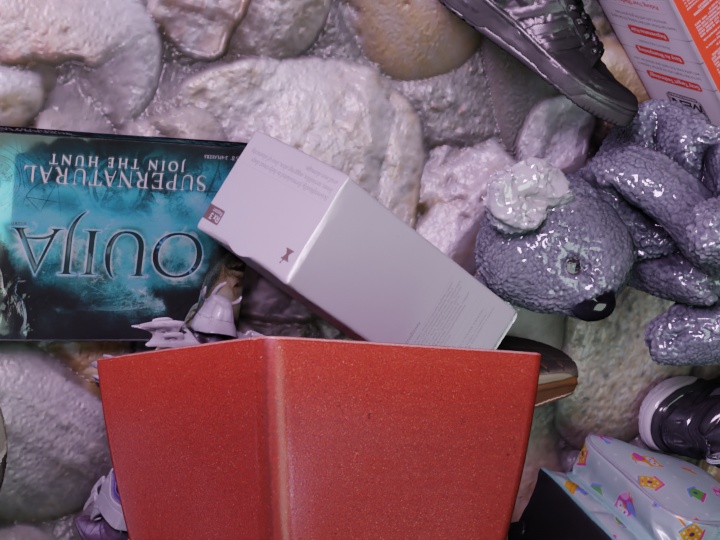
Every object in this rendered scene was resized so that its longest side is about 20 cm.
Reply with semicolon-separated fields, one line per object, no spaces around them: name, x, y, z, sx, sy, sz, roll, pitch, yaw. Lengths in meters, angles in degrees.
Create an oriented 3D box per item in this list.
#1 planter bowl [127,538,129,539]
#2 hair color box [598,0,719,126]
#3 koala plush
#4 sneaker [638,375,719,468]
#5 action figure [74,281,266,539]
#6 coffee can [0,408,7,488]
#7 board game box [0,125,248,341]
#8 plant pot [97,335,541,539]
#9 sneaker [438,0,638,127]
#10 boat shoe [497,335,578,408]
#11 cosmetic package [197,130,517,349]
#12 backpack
planter bowl;-0.085;0.258;1.005;0.198;0.084;0.202;-2;125;-3
hair color box;0.222;-0.201;1.094;0.061;0.101;0.201;-41;121;-11
koala plush;0.169;-0.026;1.093;0.198;0.185;0.178;-13;148;-12
sneaker;0.336;0.117;1.246;0.198;0.114;0.076;-17;113;-22
action figure;-0.125;0.099;1.012;0.129;0.069;0.202;14;104;-28
coffee can;-0.292;0.071;0.848;0.145;0.200;0.148;-9;110;-25
board game box;-0.167;-0.021;0.987;0.198;0.028;0.137;1;104;-28
plant pot;-0.028;0.138;0.891;0.198;0.199;0.178;6;81;-36
sneaker;0.129;-0.194;1.037;0.199;0.060;0.105;36;104;1
boat shoe;0.064;0.099;1.127;0.198;0.076;0.075;-7;115;-17
cosmetic package;0.000;0.000;1.014;0.082;0.112;0.200;-56;135;-4
backpack;0.236;0.229;1.195;0.199;0.176;0.154;27;96;-36
